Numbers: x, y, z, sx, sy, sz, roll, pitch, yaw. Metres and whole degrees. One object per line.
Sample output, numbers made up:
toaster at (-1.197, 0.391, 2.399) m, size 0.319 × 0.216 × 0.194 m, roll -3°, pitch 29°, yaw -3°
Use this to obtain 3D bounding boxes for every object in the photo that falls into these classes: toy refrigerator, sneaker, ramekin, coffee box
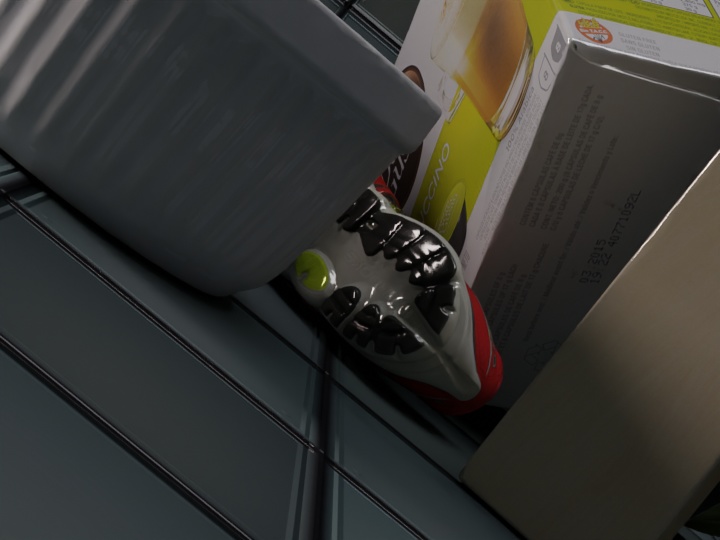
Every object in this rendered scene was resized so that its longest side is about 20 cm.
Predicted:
toy refrigerator at (0.133, 0.028, 0.808) m, size 0.076 × 0.201 × 0.070 m, roll 39°, pitch 3°, yaw 15°
sneaker at (0.000, 0.000, 0.939) m, size 0.085 × 0.077 × 0.200 m, roll 51°, pitch 2°, yaw -42°
ramekin at (-0.078, -0.081, 0.754) m, size 0.200 × 0.105 × 0.200 m, roll 40°, pitch 3°, yaw -3°
coffee box at (0.132, -0.060, 1.029) m, size 0.198 × 0.201 × 0.199 m, roll 9°, pitch 34°, yaw -19°

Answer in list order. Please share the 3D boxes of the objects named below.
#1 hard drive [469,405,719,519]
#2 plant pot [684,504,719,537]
hard drive at (0.148, 0.065, 1.084) m, size 0.140 × 0.038 × 0.199 m, roll 41°, pitch 35°, yaw 25°
plant pot at (0.209, 0.076, 1.275) m, size 0.200 × 0.201 × 0.190 m, roll 41°, pitch 16°, yaw 18°
